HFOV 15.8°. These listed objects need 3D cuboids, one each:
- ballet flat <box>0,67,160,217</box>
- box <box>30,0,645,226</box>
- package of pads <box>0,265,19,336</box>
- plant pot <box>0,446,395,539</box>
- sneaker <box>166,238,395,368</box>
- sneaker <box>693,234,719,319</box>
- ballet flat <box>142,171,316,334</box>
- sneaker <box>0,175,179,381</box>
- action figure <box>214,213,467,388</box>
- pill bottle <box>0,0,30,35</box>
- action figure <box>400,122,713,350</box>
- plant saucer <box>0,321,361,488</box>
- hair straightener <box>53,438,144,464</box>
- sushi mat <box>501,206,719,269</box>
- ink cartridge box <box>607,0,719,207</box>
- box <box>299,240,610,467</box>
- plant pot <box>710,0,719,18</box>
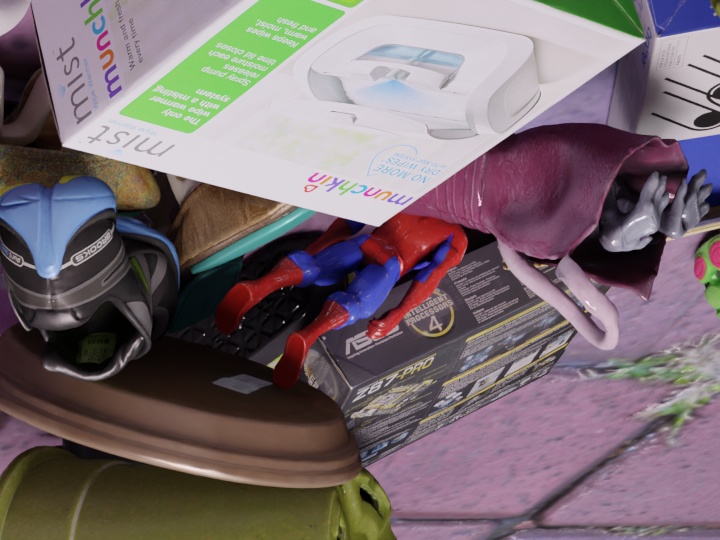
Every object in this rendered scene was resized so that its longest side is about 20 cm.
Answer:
[{"bbox_3d":[-0.166,-0.066,1.196,0.199,0.071,0.071,6,149,-40],"label":"ballet flat"},{"bbox_3d":[-0.012,-0.116,1.122,0.176,0.097,0.199,-34,149,33],"label":"box"},{"bbox_3d":[-0.268,0.020,1.303,0.120,0.076,0.199,-33,149,32],"label":"package of pads"},{"bbox_3d":[-0.078,0.182,1.411,0.189,0.201,0.200,-10,157,19],"label":"plant pot"},{"bbox_3d":[-0.063,0.051,1.473,0.199,0.072,0.083,-29,152,31],"label":"sneaker"},{"bbox_3d":[0.280,-0.011,1.502,0.199,0.077,0.084,-17,-172,44],"label":"sneaker"},{"bbox_3d":[-0.076,-0.029,1.293,0.068,0.073,0.200,-26,173,-24],"label":"ballet flat"},{"bbox_3d":[-0.127,0.012,1.190,0.070,0.083,0.200,-4,170,5],"label":"sneaker"},{"bbox_3d":[0.000,0.000,1.348,0.200,0.065,0.052,-33,157,-50],"label":"action figure"},{"bbox_3d":[-0.235,-0.106,1.007,0.199,0.113,0.112,-23,154,21],"label":"pill bottle"},{"bbox_3d":[0.062,-0.038,1.259,0.199,0.150,0.134,13,154,23],"label":"action figure"},{"bbox_3d":[-0.093,0.061,1.260,0.199,0.030,0.200,15,-173,-2],"label":"plant saucer"},{"bbox_3d":[-0.096,0.109,1.615,0.199,0.041,0.077,2,151,-30],"label":"hair straightener"},{"bbox_3d":[0.178,-0.025,1.411,0.199,0.012,0.095,-13,-176,-35],"label":"sushi mat"},{"bbox_3d":[0.180,-0.093,1.323,0.093,0.044,0.200,-10,156,-4],"label":"ink cartridge box"},{"bbox_3d":[0.045,0.047,1.475,0.199,0.049,0.161,-25,163,-26],"label":"box"},{"bbox_3d":[0.257,-0.100,1.156,0.200,0.201,0.190,-32,116,35],"label":"plant pot"}]
